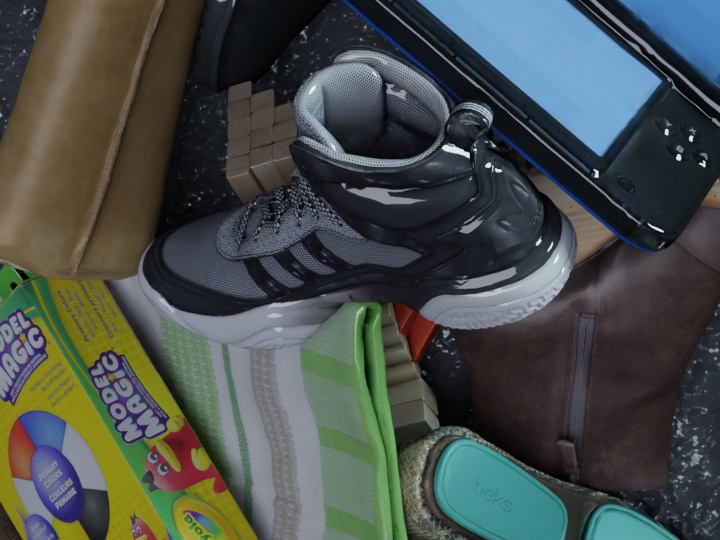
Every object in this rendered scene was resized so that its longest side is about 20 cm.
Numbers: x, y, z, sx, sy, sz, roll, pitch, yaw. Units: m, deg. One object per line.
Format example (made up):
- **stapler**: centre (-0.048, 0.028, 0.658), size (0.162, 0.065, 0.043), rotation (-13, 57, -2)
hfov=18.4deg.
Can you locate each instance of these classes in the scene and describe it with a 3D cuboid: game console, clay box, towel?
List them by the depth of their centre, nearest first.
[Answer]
- **game console**: centre (0.100, -0.135, 0.909), size (0.200, 0.171, 0.118), rotation (40, 125, 2)
- **towel**: centre (-0.062, 0.064, 1.027), size (0.200, 0.031, 0.150), rotation (13, 119, 44)
- **clay box**: centre (-0.132, 0.085, 1.058), size (0.200, 0.048, 0.115), rotation (57, 138, 9)

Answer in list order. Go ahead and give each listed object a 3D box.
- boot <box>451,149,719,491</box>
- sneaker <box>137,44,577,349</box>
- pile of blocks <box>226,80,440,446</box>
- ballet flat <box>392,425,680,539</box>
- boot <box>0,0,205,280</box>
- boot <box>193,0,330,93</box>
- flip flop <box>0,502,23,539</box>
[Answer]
- **boot**: centre (0.139, 0.022, 1.028), size (0.199, 0.072, 0.167), rotation (-2, 116, 10)
- **sneaker**: centre (-0.018, -0.032, 0.905), size (0.199, 0.076, 0.114), rotation (-3, 136, 28)
- **pile of blocks**: centre (0.000, 0.000, 1.037), size (0.062, 0.082, 0.201), rotation (-14, 114, 15)
- **ballet flat**: centre (0.086, 0.130, 1.042), size (0.200, 0.075, 0.068), rotation (30, 66, -25)
- **boot**: centre (-0.127, -0.093, 0.936), size (0.066, 0.175, 0.201), rotation (35, 113, 40)
- **boot**: centre (0.039, -0.124, 1.009), size (0.199, 0.066, 0.165), rotation (22, 109, 2)
- **flip flop**: centre (-0.204, 0.137, 1.123), size (0.081, 0.058, 0.201), rotation (-20, 101, 21)
